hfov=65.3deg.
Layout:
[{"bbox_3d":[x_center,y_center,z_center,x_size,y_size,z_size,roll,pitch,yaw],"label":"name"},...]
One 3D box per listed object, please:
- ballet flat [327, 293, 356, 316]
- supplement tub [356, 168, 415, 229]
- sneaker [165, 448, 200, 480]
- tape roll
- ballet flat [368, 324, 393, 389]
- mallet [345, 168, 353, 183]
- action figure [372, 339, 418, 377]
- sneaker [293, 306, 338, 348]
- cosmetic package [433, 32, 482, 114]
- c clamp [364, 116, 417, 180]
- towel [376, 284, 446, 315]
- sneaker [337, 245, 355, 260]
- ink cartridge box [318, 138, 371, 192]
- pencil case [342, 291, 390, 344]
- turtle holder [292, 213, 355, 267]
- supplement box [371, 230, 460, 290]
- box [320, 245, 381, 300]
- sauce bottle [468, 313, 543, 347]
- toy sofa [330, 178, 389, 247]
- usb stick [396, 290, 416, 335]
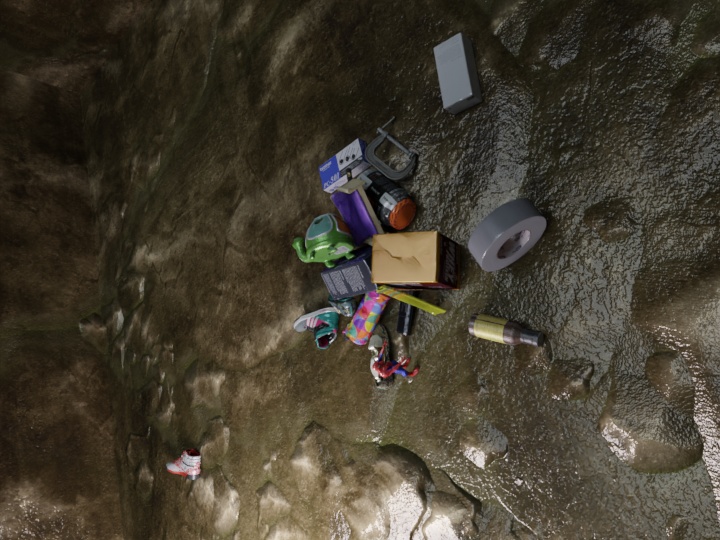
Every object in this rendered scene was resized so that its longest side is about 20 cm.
[{"bbox_3d":[-0.060,0.113,1.839,0.200,0.073,0.076,-158,79,-75],"label":"ballet flat"},{"bbox_3d":[0.076,-0.222,1.761,0.200,0.121,0.124,43,111,36],"label":"supplement tub"},{"bbox_3d":[-0.747,0.806,2.378,0.198,0.067,0.111,3,85,37],"label":"sneaker"},{"bbox_3d":[0.375,-0.089,1.439,0.201,0.198,0.067,-48,58,25],"label":"tape roll"},{"bbox_3d":[0.058,0.267,1.749,0.067,0.074,0.205,-18,73,40],"label":"ballet flat"},{"bbox_3d":[-0.010,-0.218,1.744,0.064,0.041,0.204,-1,117,5],"label":"mallet"},{"bbox_3d":[0.107,0.258,1.626,0.065,0.198,0.100,39,109,35],"label":"action figure"},{"bbox_3d":[-0.151,0.211,1.933,0.198,0.083,0.123,-24,61,35],"label":"sneaker"},{"bbox_3d":[0.287,-0.579,1.658,0.100,0.073,0.205,-16,77,38],"label":"cosmetic package"},{"bbox_3d":[0.104,-0.384,1.783,0.170,0.027,0.201,-39,67,-7],"label":"c clamp"},{"bbox_3d":[0.144,0.087,1.616,0.086,0.196,0.018,153,138,-76],"label":"towel"},{"bbox_3d":[-0.030,-0.102,1.809,0.098,0.201,0.079,7,132,32],"label":"sneaker"},{"bbox_3d":[-0.055,-0.360,1.940,0.198,0.044,0.096,-28,66,35],"label":"ink cartridge box"},{"bbox_3d":[0.019,0.140,1.792,0.088,0.088,0.202,41,108,35],"label":"pencil case"},{"bbox_3d":[-0.106,-0.088,1.701,0.185,0.139,0.135,-32,62,49],"label":"turtle holder"},{"bbox_3d":[0.161,-0.022,1.591,0.193,0.199,0.136,-1,81,28],"label":"supplement box"},{"bbox_3d":[0.000,0.000,1.760,0.198,0.148,0.106,-16,107,40],"label":"box"},{"bbox_3d":[0.384,0.162,1.490,0.197,0.064,0.066,13,93,41],"label":"sauce bottle"},{"bbox_3d":[-0.001,-0.167,1.696,0.083,0.097,0.202,25,146,61],"label":"toy sofa"},{"bbox_3d":[0.145,0.097,1.724,0.055,0.032,0.205,7,90,47],"label":"usb stick"}]
